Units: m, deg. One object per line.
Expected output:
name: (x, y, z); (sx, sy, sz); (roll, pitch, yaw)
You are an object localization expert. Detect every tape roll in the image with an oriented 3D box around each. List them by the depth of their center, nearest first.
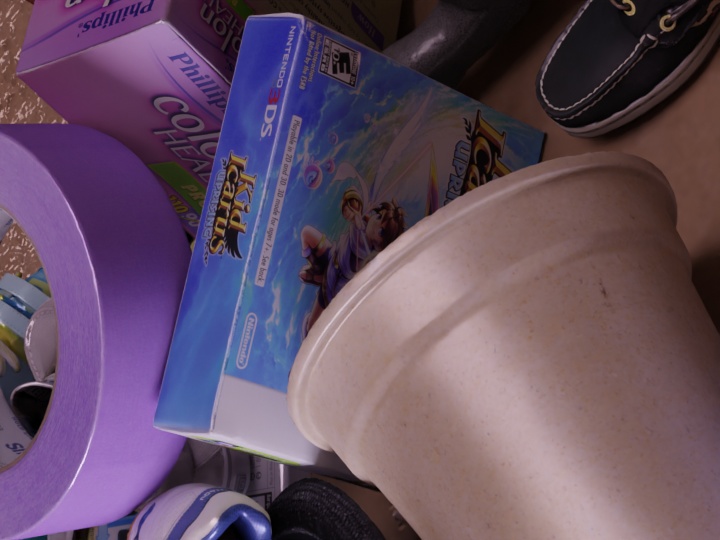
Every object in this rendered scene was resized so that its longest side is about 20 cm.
tape roll: (-0.166, 0.029, 1.137); (0.200, 0.066, 0.200); (4, 96, 44)

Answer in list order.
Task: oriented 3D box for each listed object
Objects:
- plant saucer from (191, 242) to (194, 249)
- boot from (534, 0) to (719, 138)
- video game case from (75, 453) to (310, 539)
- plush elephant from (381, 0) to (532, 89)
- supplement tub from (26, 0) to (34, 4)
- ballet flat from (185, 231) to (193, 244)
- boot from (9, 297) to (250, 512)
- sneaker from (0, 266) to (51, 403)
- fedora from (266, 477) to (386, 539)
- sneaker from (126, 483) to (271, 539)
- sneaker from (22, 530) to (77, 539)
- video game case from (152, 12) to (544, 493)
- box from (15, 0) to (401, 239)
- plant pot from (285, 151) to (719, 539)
plant saucer: (-0.058, -0.001, 1.299); (0.200, 0.031, 0.200); (-17, 64, 39)
boot: (0.120, -0.162, 1.088); (0.204, 0.154, 0.074); (-47, 47, 22)
video game case: (-0.096, 0.097, 1.264); (0.182, 0.024, 0.200); (-14, 71, 42)
plush elephant: (0.043, -0.212, 1.185); (0.200, 0.165, 0.155); (-34, 52, 20)
supplement tub: (-0.130, -0.227, 1.400); (0.200, 0.107, 0.107); (-13, 66, 42)
ballet flat: (-0.117, -0.029, 1.252); (0.069, 0.069, 0.200); (-29, 35, 35)
boot: (-0.146, 0.063, 1.236); (0.200, 0.096, 0.074); (36, 106, 44)
sneaker: (-0.223, 0.047, 1.338); (0.079, 0.200, 0.131); (31, 90, 20)
fedora: (0.017, 0.187, 1.093); (0.201, 0.091, 0.201); (179, 90, -64)
sneaker: (-0.072, 0.199, 1.085); (0.088, 0.075, 0.200); (-17, 77, 63)
sneaker: (-0.227, 0.191, 1.279); (0.084, 0.121, 0.200); (8, 90, 63)
video game case: (0.000, 0.000, 1.129); (0.045, 0.181, 0.200); (5, 79, 44)
box: (-0.069, -0.138, 1.215); (0.097, 0.176, 0.200); (-16, 49, 30)
plant pot: (0.097, 0.083, 1.011); (0.200, 0.200, 0.184); (-46, 59, 23)
